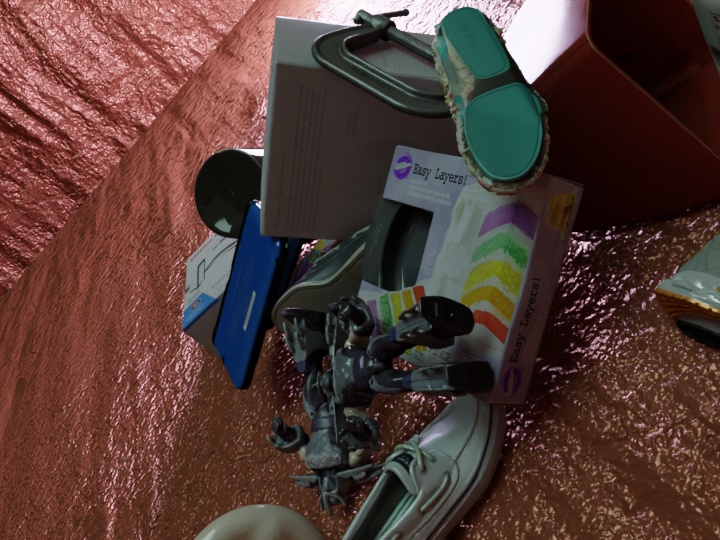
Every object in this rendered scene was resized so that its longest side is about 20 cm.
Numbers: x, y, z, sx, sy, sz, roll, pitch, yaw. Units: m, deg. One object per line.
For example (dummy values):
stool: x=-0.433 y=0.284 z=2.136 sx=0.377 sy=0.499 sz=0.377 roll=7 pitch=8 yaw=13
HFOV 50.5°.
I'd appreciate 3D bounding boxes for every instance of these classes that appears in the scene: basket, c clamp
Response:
basket: x=-0.125 y=-0.104 z=1.052 sx=0.179 sy=0.137 sz=0.200 roll=-29 pitch=-7 yaw=21
c clamp: x=0.047 y=-0.203 z=0.719 sx=0.170 sy=0.027 sz=0.200 roll=-22 pitch=50 yaw=-34

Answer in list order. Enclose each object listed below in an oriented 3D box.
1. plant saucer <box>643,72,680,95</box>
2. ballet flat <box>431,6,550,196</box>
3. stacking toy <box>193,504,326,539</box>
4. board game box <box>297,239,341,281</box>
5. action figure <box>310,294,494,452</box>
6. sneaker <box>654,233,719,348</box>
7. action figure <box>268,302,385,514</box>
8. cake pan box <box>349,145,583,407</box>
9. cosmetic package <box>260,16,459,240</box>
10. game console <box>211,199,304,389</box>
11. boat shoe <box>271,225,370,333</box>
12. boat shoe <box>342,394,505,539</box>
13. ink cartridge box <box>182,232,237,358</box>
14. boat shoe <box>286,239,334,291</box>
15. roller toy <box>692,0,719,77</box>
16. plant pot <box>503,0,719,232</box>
plant saucer: x=0.295 y=-0.260 z=0.841 sx=0.200 sy=0.039 sz=0.202 roll=-36 pitch=31 yaw=25
ballet flat: x=0.104 y=-0.127 z=0.603 sx=0.075 sy=0.064 sz=0.202 roll=-11 pitch=55 yaw=6
stacking toy: x=-0.114 y=0.282 z=0.727 sx=0.147 sy=0.146 sz=0.200 roll=-58 pitch=14 yaw=-15
board game box: x=0.000 y=0.000 z=0.881 sx=0.198 sy=0.039 sz=0.159 roll=6 pitch=65 yaw=33
action figure: x=0.015 y=0.079 z=0.638 sx=0.199 sy=0.069 sz=0.132 roll=-26 pitch=69 yaw=49
sneaker: x=0.291 y=0.013 z=0.496 sx=0.092 sy=0.076 sz=0.200 roll=-49 pitch=29 yaw=-9
action figure: x=-0.035 y=0.137 z=0.759 sx=0.129 sy=0.069 sz=0.202 roll=-14 pitch=69 yaw=28
cake pan box: x=0.081 y=-0.005 z=0.663 sx=0.199 sy=0.052 sz=0.186 roll=24 pitch=100 yaw=50
cosmetic package: x=-0.003 y=-0.144 z=0.818 sx=0.124 sy=0.197 sz=0.201 roll=-101 pitch=17 yaw=-51
game console: x=-0.102 y=0.022 z=0.943 sx=0.171 sy=0.117 sz=0.202 roll=48 pitch=126 yaw=52
boat shoe: x=-0.018 y=0.009 z=0.826 sx=0.199 sy=0.073 sz=0.063 roll=-35 pitch=23 yaw=34
boat shoe: x=0.051 y=0.176 z=0.630 sx=0.073 sy=0.067 sz=0.201 roll=2 pitch=56 yaw=55
ink cartridge box: x=-0.195 y=0.012 z=1.171 sx=0.146 sy=0.084 sz=0.201 roll=-42 pitch=30 yaw=14
boat shoe: x=-0.030 y=-0.014 z=0.971 sx=0.067 sy=0.073 sz=0.201 roll=-22 pitch=37 yaw=60
roller toy: x=0.355 y=-0.226 z=0.586 sx=0.181 sy=0.140 sz=0.202 roll=-11 pitch=46 yaw=36
plant pot: x=0.210 y=-0.154 z=0.696 sx=0.176 sy=0.199 sz=0.202 roll=-35 pitch=30 yaw=46
